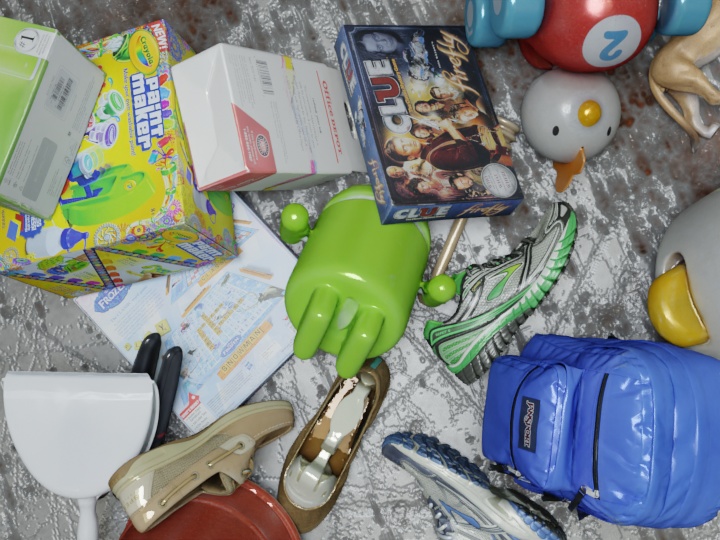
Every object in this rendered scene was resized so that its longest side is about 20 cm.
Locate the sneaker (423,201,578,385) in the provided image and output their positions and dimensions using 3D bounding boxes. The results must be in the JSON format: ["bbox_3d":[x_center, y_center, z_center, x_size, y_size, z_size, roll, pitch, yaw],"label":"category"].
[{"bbox_3d":[0.138,0.011,0.813,0.085,0.078,0.200,39,92,6],"label":"sneaker"}]

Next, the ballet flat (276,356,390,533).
[{"bbox_3d":[-0.030,0.174,0.825,0.068,0.072,0.201,31,91,5],"label":"ballet flat"}]

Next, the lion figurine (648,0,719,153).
[{"bbox_3d":[0.334,-0.227,0.808,0.122,0.072,0.201,35,96,13],"label":"lion figurine"}]

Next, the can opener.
[{"bbox_3d":[-0.216,0.152,0.824,0.063,0.079,0.201,31,112,7],"label":"can opener"}]

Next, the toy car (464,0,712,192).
[{"bbox_3d":[0.203,-0.172,0.779,0.183,0.177,0.202,-3,101,-7],"label":"toy car"}]

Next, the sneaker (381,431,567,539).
[{"bbox_3d":[0.097,0.235,0.811,0.199,0.077,0.086,34,95,6],"label":"sneaker"}]

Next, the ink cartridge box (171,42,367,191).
[{"bbox_3d":[-0.078,-0.140,0.804,0.067,0.199,0.117,-15,86,34],"label":"ink cartridge box"}]

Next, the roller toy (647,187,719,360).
[{"bbox_3d":[0.367,0.007,0.747,0.182,0.140,0.201,33,69,-3],"label":"roller toy"}]

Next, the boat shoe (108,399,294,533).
[{"bbox_3d":[-0.136,0.184,0.790,0.065,0.199,0.071,53,137,19],"label":"boat shoe"}]

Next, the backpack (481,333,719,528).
[{"bbox_3d":[0.210,0.141,0.720,0.167,0.200,0.164,1,90,-23],"label":"backpack"}]

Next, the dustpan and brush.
[{"bbox_3d":[-0.260,0.189,0.785,0.138,0.057,0.202,2,95,-6],"label":"dustpan and brush"}]

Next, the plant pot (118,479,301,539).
[{"bbox_3d":[-0.166,0.311,0.757,0.199,0.195,0.203,1,97,9],"label":"plant pot"}]

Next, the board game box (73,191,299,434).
[{"bbox_3d":[-0.155,0.033,0.858,0.200,0.041,0.200,-43,85,2],"label":"board game box"}]

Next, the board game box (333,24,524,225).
[{"bbox_3d":[0.062,-0.143,0.791,0.134,0.035,0.201,-6,66,-20],"label":"board game box"}]

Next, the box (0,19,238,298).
[{"bbox_3d":[-0.236,-0.100,0.802,0.191,0.122,0.202,-13,73,12],"label":"box"}]

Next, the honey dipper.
[{"bbox_3d":[0.103,-0.058,0.841,0.038,0.038,0.201,25,92,6],"label":"honey dipper"}]

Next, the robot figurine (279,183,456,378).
[{"bbox_3d":[0.000,0.000,0.782,0.174,0.116,0.201,23,46,-1],"label":"robot figurine"}]

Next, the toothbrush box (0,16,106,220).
[{"bbox_3d":[-0.348,-0.145,0.731,0.199,0.086,0.147,17,81,17],"label":"toothbrush box"}]
